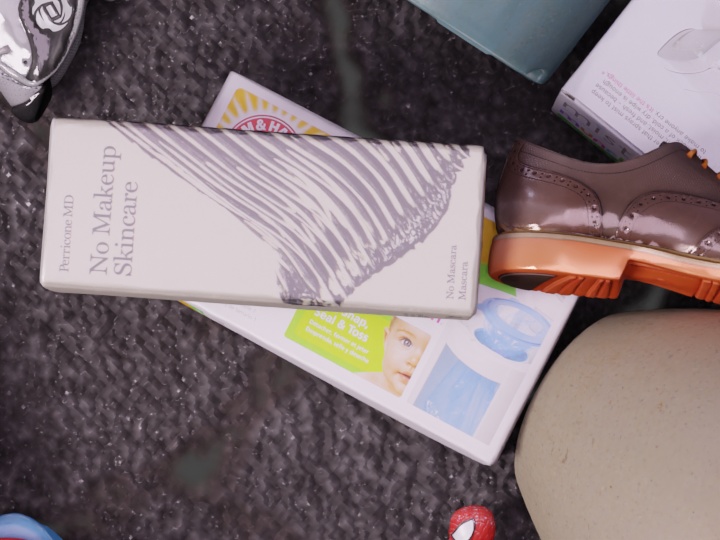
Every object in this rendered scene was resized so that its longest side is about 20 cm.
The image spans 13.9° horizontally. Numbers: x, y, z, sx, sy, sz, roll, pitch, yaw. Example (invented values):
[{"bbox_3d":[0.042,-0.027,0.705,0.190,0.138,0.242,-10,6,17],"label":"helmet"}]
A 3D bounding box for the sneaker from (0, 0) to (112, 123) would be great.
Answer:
[{"bbox_3d":[-0.209,-0.113,1.461,0.199,0.075,0.116,-30,89,-2],"label":"sneaker"}]

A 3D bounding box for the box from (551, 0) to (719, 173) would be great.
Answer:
[{"bbox_3d":[0.224,-0.088,1.442,0.200,0.097,0.177,38,89,2],"label":"box"}]

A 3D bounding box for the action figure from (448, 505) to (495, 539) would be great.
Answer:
[{"bbox_3d":[0.024,0.212,1.439,0.098,0.065,0.202,9,87,-16],"label":"action figure"}]

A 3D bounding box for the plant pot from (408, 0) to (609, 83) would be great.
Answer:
[{"bbox_3d":[0.079,-0.209,1.413,0.200,0.200,0.197,33,96,2],"label":"plant pot"}]

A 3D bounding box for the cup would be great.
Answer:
[{"bbox_3d":[0.157,0.098,1.401,0.143,0.200,0.201,31,87,31],"label":"cup"}]

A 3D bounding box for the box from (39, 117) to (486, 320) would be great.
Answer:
[{"bbox_3d":[-0.043,-0.023,1.353,0.198,0.068,0.083,3,89,0],"label":"box"}]

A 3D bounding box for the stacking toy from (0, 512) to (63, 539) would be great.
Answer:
[{"bbox_3d":[-0.175,0.182,1.380,0.110,0.200,0.116,-37,86,-1],"label":"stacking toy"}]

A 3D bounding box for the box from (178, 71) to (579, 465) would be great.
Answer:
[{"bbox_3d":[0.000,0.000,1.437,0.199,0.101,0.113,27,88,2],"label":"box"}]

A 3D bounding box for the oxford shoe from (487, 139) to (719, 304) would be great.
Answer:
[{"bbox_3d":[0.160,-0.023,1.358,0.198,0.071,0.073,5,79,-4],"label":"oxford shoe"}]
